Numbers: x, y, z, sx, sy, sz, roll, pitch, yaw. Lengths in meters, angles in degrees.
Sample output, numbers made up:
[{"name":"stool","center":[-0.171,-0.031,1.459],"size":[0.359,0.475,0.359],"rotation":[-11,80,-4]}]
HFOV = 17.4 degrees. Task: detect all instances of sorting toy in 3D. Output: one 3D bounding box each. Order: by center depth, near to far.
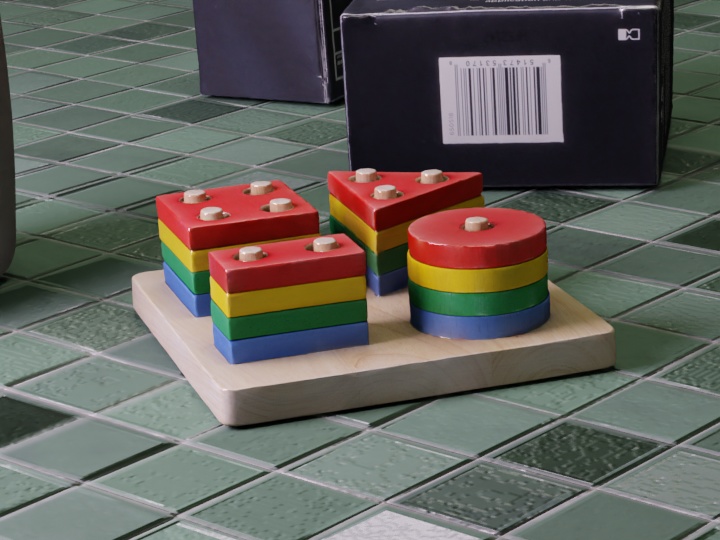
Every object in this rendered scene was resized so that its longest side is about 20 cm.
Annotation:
[{"name":"sorting toy","center":[0.000,0.000,1.183],"size":[0.198,0.070,0.200],"rotation":[-8,17,-16]}]

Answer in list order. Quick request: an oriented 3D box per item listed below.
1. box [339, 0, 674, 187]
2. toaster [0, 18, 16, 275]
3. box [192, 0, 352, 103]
[{"name":"box","center":[0.101,-0.133,1.517],"size":[0.196,0.118,0.200],"rotation":[0,18,10]},{"name":"toaster","center":[-0.276,-0.064,1.257],"size":[0.118,0.182,0.200],"rotation":[8,21,22]},{"name":"box","center":[-0.031,-0.243,1.757],"size":[0.123,0.199,0.200],"rotation":[5,18,30]}]
